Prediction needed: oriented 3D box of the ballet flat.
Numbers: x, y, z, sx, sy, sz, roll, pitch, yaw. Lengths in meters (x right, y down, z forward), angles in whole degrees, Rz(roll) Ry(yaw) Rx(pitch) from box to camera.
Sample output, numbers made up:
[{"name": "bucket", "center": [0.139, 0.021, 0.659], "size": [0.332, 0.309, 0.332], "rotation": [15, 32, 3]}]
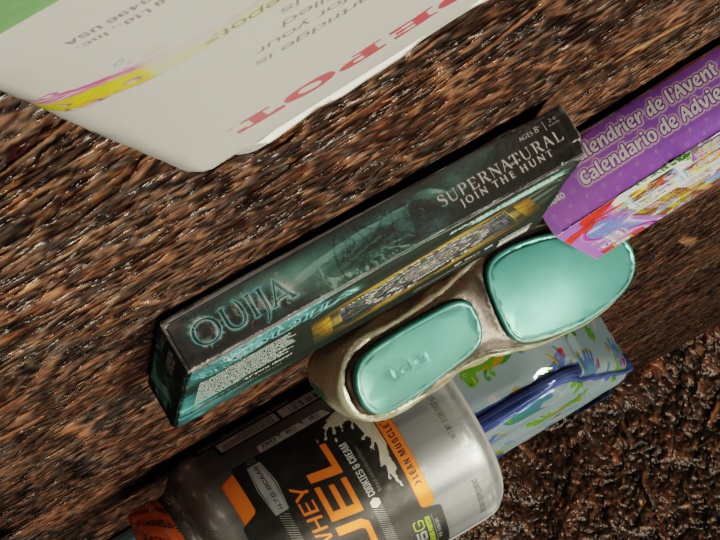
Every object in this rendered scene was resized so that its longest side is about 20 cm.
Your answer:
[{"name": "ballet flat", "center": [0.057, 0.020, 1.491], "size": [0.200, 0.068, 0.062], "rotation": [-24, -163, -24]}]

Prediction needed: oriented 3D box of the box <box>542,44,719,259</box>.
[{"name": "box", "center": [0.156, -0.062, 1.373], "size": [0.137, 0.039, 0.200], "rotation": [-33, 172, 7]}]

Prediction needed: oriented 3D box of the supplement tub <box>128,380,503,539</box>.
[{"name": "supplement tub", "center": [-0.027, 0.135, 1.595], "size": [0.200, 0.123, 0.123], "rotation": [-30, 172, -11]}]

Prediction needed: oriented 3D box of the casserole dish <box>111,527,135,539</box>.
[{"name": "casserole dish", "center": [-0.107, 0.169, 1.807], "size": [0.200, 0.039, 0.121], "rotation": [-33, 172, 7]}]

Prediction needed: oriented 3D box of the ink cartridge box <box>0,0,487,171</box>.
[{"name": "ink cartridge box", "center": [-0.008, -0.093, 0.412], "size": [0.145, 0.088, 0.200], "rotation": [-32, 170, 6]}]

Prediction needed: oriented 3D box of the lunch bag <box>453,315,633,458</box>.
[{"name": "lunch bag", "center": [0.086, 0.079, 1.834], "size": [0.161, 0.083, 0.200], "rotation": [-31, 171, 16]}]

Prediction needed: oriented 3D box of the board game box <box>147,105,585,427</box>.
[{"name": "board game box", "center": [0.000, 0.000, 1.207], "size": [0.200, 0.028, 0.135], "rotation": [-29, 171, -12]}]
